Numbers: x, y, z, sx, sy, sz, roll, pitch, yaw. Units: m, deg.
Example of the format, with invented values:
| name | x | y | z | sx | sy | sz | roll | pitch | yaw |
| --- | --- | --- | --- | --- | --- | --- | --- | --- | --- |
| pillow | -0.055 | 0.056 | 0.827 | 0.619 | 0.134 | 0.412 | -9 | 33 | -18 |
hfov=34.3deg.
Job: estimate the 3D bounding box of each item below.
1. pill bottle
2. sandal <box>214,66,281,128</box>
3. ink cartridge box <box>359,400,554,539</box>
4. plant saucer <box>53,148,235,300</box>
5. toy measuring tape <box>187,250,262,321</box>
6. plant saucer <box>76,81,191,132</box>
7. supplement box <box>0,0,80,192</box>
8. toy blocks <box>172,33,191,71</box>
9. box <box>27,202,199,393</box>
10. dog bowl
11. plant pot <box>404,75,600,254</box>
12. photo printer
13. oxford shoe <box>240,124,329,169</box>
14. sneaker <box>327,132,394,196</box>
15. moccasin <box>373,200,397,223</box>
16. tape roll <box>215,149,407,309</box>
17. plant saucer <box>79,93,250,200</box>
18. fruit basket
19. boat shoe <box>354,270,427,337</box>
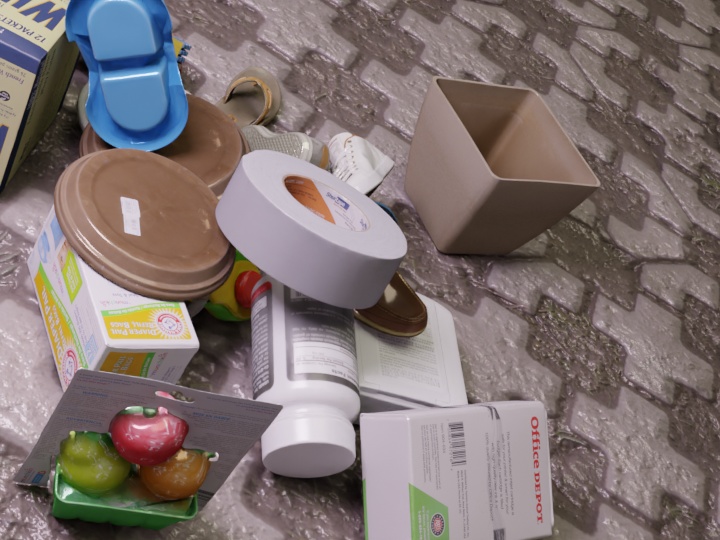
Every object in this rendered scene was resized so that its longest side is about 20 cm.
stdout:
| name | x | y | z | sx | sy | sz | roll | pitch | yaw |
| --- | --- | --- | --- | --- | --- | --- | --- | --- | --- |
| pill bottle | -0.058 | 0.108 | 1.232 | 0.113 | 0.114 | 0.201 | 13 | 55 | -26 |
| sandal | -0.157 | -0.231 | 1.596 | 0.080 | 0.054 | 0.200 | 34 | 37 | 0 |
| ink cartridge box | 0.103 | 0.216 | 1.227 | 0.199 | 0.084 | 0.147 | 1 | 85 | -38 |
| plant saucer | -0.213 | -0.055 | 1.194 | 0.199 | 0.030 | 0.201 | 23 | 39 | -20 |
| toy measuring tape | -0.159 | 0.048 | 1.291 | 0.073 | 0.074 | 0.200 | 34 | 51 | 0 |
| plant saucer | -0.259 | -0.162 | 1.446 | 0.199 | 0.050 | 0.201 | 21 | 38 | -17 |
| supplement box | -0.400 | -0.231 | 1.287 | 0.133 | 0.201 | 0.200 | 25 | 38 | -8 |
| toy blocks | -0.285 | -0.296 | 1.506 | 0.136 | 0.100 | 0.200 | 31 | 9 | 10 |
| box | -0.254 | 0.032 | 1.183 | 0.101 | 0.113 | 0.201 | 3 | 47 | -37 |
| dog bowl | -0.248 | -0.228 | 1.258 | 0.110 | 0.201 | 0.050 | -7 | 35 | 0 |
| plant pot | 0.174 | -0.130 | 1.635 | 0.199 | 0.178 | 0.201 | 1 | 47 | -36 |
| photo printer | 0.038 | 0.096 | 1.372 | 0.165 | 0.070 | 0.201 | 16 | 40 | -20 |
| oxford shoe | -0.106 | -0.141 | 1.463 | 0.057 | 0.076 | 0.199 | 13 | -2 | -37 |
| sneaker | -0.017 | -0.120 | 1.447 | 0.085 | 0.073 | 0.200 | 42 | 19 | -5 |
| moccasin | -0.027 | -0.066 | 1.493 | 0.199 | 0.081 | 0.068 | 8 | 42 | -30 |
| tape roll | -0.050 | -0.045 | 1.229 | 0.199 | 0.066 | 0.201 | 28 | 21 | -11 |
| plant saucer | -0.221 | -0.140 | 1.343 | 0.198 | 0.030 | 0.201 | 8 | 49 | -9 |
| fruit basket | -0.191 | 0.149 | 1.030 | 0.184 | 0.200 | 0.094 | 13 | 42 | -25 |
| boat shoe | 0.000 | 0.000 | 1.344 | 0.200 | 0.068 | 0.072 | 41 | 46 | 24 |
